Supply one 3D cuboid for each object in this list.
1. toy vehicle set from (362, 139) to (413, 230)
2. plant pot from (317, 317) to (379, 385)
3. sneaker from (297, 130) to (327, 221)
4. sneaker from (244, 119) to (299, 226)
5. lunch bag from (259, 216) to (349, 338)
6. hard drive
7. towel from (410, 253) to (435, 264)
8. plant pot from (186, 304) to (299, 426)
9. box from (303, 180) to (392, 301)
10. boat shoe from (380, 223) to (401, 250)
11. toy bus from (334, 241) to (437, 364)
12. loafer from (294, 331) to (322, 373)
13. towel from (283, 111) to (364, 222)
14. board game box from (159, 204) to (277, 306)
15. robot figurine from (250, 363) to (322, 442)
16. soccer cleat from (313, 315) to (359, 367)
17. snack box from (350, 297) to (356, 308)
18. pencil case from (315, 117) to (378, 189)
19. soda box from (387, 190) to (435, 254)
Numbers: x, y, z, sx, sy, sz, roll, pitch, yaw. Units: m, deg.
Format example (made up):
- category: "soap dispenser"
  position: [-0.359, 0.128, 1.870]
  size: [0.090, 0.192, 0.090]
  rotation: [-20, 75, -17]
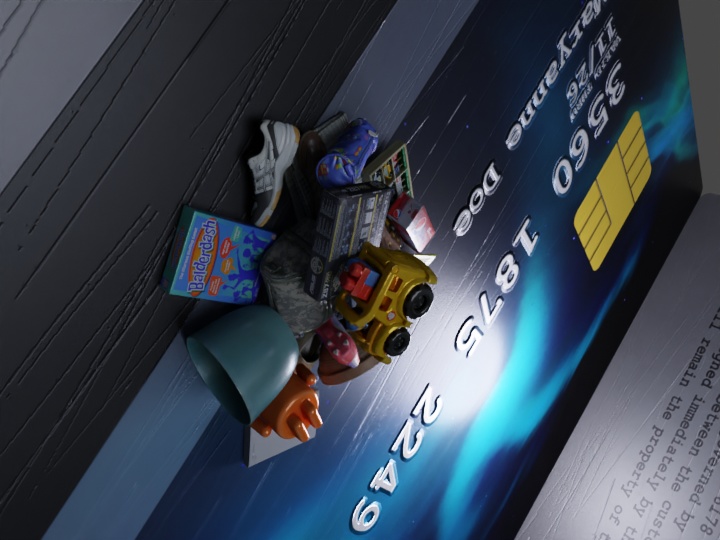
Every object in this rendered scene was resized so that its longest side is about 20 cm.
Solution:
- category: "toy vehicle set"
  position: [0.068, -0.182, 1.419]
  size: [0.124, 0.026, 0.203]
  rotation: [-44, 144, -24]
- category: "plant pot"
  position: [-0.025, 0.166, 1.417]
  size: [0.199, 0.199, 0.095]
  rotation: [-36, 103, -28]
- category: "sneaker"
  position: [-0.069, -0.175, 1.227]
  size: [0.070, 0.074, 0.206]
  rotation: [-32, 126, -32]
- category: "sneaker"
  position: [-0.183, -0.186, 1.164]
  size: [0.085, 0.076, 0.205]
  rotation: [16, 109, -17]
- category: "lunch bag"
  position: [-0.120, 0.025, 1.249]
  size: [0.166, 0.138, 0.204]
  rotation: [-35, 145, -26]
- category: "hard drive"
  position: [-0.183, 0.364, 1.447]
  size: [0.196, 0.026, 0.136]
  rotation: [-14, 118, -42]
- category: "towel"
  position: [0.124, -0.008, 1.534]
  size: [0.086, 0.018, 0.198]
  rotation: [-48, 160, 22]
- category: "plant pot"
  position: [-0.214, 0.164, 1.194]
  size: [0.160, 0.198, 0.205]
  rotation: [-37, 132, -30]
- category: "box"
  position: [-0.021, -0.056, 1.146]
  size: [0.159, 0.048, 0.206]
  rotation: [-20, 130, -50]
- category: "boat shoe"
  position: [0.058, -0.068, 1.395]
  size: [0.065, 0.072, 0.206]
  rotation: [-17, 115, 0]
- category: "toy bus"
  position: [0.020, 0.054, 1.143]
  size: [0.189, 0.135, 0.204]
  rotation: [17, 105, -45]
- category: "loafer"
  position: [-0.134, 0.202, 1.388]
  size: [0.074, 0.067, 0.207]
  rotation: [3, 106, -46]
- category: "towel"
  position: [-0.073, -0.197, 1.285]
  size: [0.199, 0.034, 0.196]
  rotation: [-40, 133, -25]
- category: "board game box"
  position: [-0.263, -0.022, 1.163]
  size: [0.197, 0.044, 0.157]
  rotation: [12, 99, -48]
- category: "robot figurine"
  position: [-0.163, 0.268, 1.292]
  size: [0.115, 0.198, 0.148]
  rotation: [14, 104, -51]
- category: "soccer cleat"
  position: [-0.064, 0.129, 1.335]
  size: [0.066, 0.201, 0.077]
  rotation: [-37, 137, -2]
- category: "snack box"
  position: [0.000, 0.000, 1.356]
  size: [0.065, 0.171, 0.205]
  rotation: [-10, 124, 0]
- category: "pencil case"
  position: [-0.020, -0.224, 1.196]
  size: [0.079, 0.085, 0.202]
  rotation: [59, 30, -23]
- category: "soda box"
  position: [0.121, -0.110, 1.453]
  size: [0.071, 0.063, 0.200]
  rotation: [-52, 160, -3]
